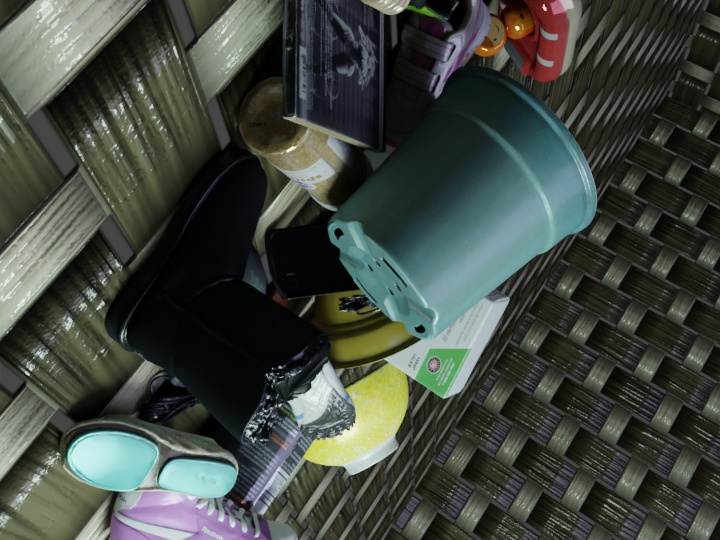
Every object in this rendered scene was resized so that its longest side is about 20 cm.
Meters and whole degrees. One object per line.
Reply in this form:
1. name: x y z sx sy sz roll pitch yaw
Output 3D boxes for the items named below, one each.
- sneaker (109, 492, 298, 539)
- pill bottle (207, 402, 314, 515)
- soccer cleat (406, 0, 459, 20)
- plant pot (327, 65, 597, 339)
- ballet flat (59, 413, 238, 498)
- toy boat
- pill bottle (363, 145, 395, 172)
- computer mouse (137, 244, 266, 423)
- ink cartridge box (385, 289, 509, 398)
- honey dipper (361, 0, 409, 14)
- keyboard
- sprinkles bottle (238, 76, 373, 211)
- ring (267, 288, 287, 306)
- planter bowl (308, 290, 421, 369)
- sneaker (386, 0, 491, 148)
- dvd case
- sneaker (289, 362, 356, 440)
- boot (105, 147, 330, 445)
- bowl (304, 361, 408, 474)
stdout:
1. sneaker: -0.152 0.248 0.879 0.073 0.198 0.116 -142 -118 -66
2. pill bottle: -0.136 0.224 0.986 0.201 0.105 0.107 -53 161 -18
3. soccer cleat: 0.050 -0.290 0.731 0.068 0.080 0.200 -56 162 -10
4. plant pot: 0.085 -0.053 0.819 0.196 0.200 0.201 -42 158 -14
5. ballet flat: -0.198 0.168 0.786 0.199 0.062 0.068 32 94 -45
6. toy boat: 0.191 -0.311 1.064 0.129 0.132 0.200 -27 157 -4
7. pill bottle: 0.057 -0.090 1.012 0.112 0.110 0.200 -60 162 3
8. computer mouse: -0.134 0.061 0.824 0.138 0.052 0.202 -27 143 -58
9. ink cartridge box: 0.073 0.051 1.136 0.083 0.199 0.148 -3 122 -65
10. honey dipper: -0.009 -0.235 0.660 0.038 0.038 0.200 -64 162 14
11. keyboard: 0.000 0.000 0.894 0.197 0.106 0.040 -7 163 -19
12. sprinkles bottle: -0.044 -0.109 0.781 0.069 0.068 0.200 -59 162 -1
13. ring: -0.062 0.024 1.017 0.201 0.019 0.201 -52 161 -25
14. planter bowl: 0.011 0.020 0.975 0.200 0.199 0.084 -44 117 -40
15. sneaker: 0.070 -0.226 0.906 0.202 0.080 0.088 -66 162 -9
16. dvd case: -0.017 -0.186 0.713 0.200 0.016 0.151 0 90 -69
17. sneaker: -0.056 0.117 0.915 0.071 0.073 0.201 -20 138 5
18. boot: -0.089 0.019 0.696 0.201 0.167 0.077 -56 162 -12
19. bowl: -0.007 0.213 1.178 0.198 0.109 0.200 -29 174 -3
